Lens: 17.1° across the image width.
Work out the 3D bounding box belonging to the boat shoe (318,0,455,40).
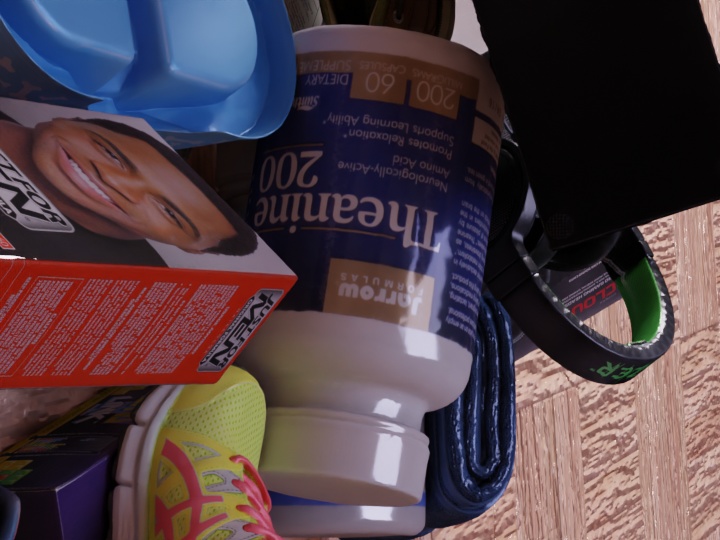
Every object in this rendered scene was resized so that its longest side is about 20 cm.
[{"bbox_3d":[0.005,-0.195,1.146,0.068,0.072,0.200,-13,93,-61],"label":"boat shoe"}]

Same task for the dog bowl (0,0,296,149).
[{"bbox_3d":[-0.106,-0.107,0.993,0.200,0.050,0.112,11,64,-53],"label":"dog bowl"}]

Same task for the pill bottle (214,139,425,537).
[{"bbox_3d":[-0.024,0.031,1.185,0.114,0.114,0.201,19,69,-69],"label":"pill bottle"}]

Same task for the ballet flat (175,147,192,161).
[{"bbox_3d":[-0.118,-0.031,1.029,0.046,0.067,0.200,-56,-175,35],"label":"ballet flat"}]

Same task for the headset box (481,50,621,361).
[{"bbox_3d":[0.071,-0.021,1.364,0.077,0.149,0.200,49,-19,37],"label":"headset box"}]

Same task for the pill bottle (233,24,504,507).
[{"bbox_3d":[0.000,0.000,1.076,0.111,0.111,0.200,38,57,-65],"label":"pill bottle"}]

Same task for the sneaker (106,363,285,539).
[{"bbox_3d":[-0.054,0.120,0.959,0.078,0.090,0.200,63,29,-44],"label":"sneaker"}]

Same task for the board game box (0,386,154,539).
[{"bbox_3d":[-0.101,0.144,1.039,0.200,0.057,0.166,-35,121,-68],"label":"board game box"}]

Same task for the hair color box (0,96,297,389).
[{"bbox_3d":[-0.118,-0.011,0.859,0.061,0.102,0.200,-52,158,16],"label":"hair color box"}]

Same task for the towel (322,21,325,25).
[{"bbox_3d":[-0.006,-0.154,1.284,0.147,0.024,0.200,142,-41,-59],"label":"towel"}]

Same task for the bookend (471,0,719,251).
[{"bbox_3d":[0.109,-0.107,1.096,0.200,0.092,0.199,26,46,-79],"label":"bookend"}]

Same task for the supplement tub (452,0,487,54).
[{"bbox_3d":[0.090,-0.101,1.482,0.200,0.145,0.146,61,32,-51],"label":"supplement tub"}]

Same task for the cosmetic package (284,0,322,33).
[{"bbox_3d":[-0.059,-0.171,1.175,0.104,0.073,0.200,68,27,-42],"label":"cosmetic package"}]

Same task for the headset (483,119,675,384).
[{"bbox_3d":[0.078,-0.026,1.210,0.123,0.094,0.200,-6,63,-54],"label":"headset"}]

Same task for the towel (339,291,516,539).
[{"bbox_3d":[0.032,0.084,1.263,0.200,0.048,0.112,148,-57,-67],"label":"towel"}]

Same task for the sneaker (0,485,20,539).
[{"bbox_3d":[-0.177,0.047,0.793,0.200,0.084,0.075,55,37,-56],"label":"sneaker"}]
